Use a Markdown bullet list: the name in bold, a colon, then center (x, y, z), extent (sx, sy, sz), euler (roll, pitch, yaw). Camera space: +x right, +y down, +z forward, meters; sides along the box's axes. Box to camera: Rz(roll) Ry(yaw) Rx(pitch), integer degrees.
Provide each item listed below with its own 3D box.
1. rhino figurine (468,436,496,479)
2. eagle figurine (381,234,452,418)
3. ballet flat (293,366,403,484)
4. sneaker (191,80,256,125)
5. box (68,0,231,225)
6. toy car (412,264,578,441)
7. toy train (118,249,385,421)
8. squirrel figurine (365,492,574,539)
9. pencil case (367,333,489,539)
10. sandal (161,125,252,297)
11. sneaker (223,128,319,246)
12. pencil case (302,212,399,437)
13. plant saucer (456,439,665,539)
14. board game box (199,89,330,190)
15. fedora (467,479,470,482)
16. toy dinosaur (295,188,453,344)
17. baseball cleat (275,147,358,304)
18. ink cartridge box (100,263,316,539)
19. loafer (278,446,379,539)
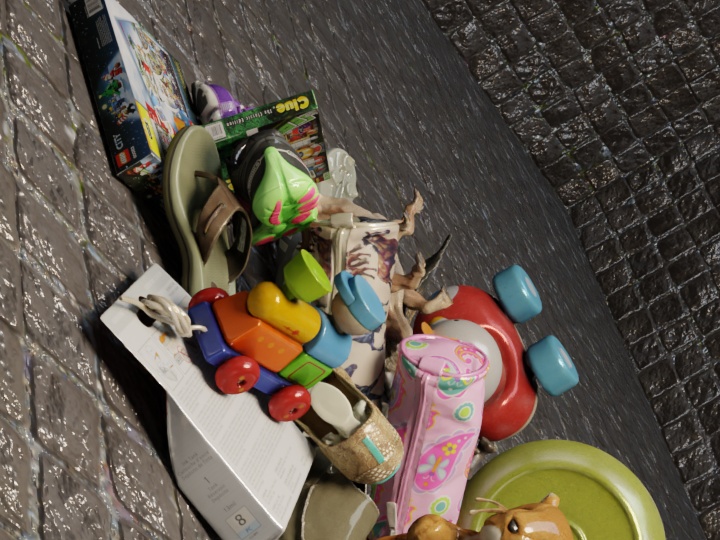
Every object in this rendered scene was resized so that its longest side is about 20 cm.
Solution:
- **rhino figurine**: center (0.071, 0.193, 1.629), extent (0.060, 0.088, 0.200), euler (42, 7, 18)
- **eagle figurine**: center (0.022, 0.066, 1.599), extent (0.151, 0.150, 0.202), euler (119, -32, -63)
- **ballet flat**: center (-0.036, 0.098, 1.336), extent (0.200, 0.070, 0.065), euler (33, -19, 45)
- **sneaker**: center (-0.108, -0.140, 1.594), extent (0.200, 0.083, 0.081), euler (41, 31, -75)
- **box**: center (-0.186, -0.138, 1.459), extent (0.137, 0.038, 0.201), euler (44, 21, -54)
- **toy car**: center (0.101, 0.087, 1.738), extent (0.178, 0.184, 0.200), euler (65, 14, 21)
- **toy train**: center (-0.072, 0.027, 1.216), extent (0.200, 0.115, 0.085), euler (35, 22, -51)
- **squirrel figurine**: center (0.102, 0.262, 1.374), extent (0.200, 0.186, 0.142), euler (47, 19, -45)
- **pencil case**: center (0.056, 0.156, 1.445), extent (0.088, 0.087, 0.201), euler (-85, -173, -67)
- **sandal**: center (-0.116, -0.024, 1.366), extent (0.080, 0.057, 0.203), euler (18, 58, -61)
- **sneaker**: center (-0.078, -0.074, 1.435), extent (0.200, 0.076, 0.084), euler (134, -63, -73)
- **pencil case**: center (-0.013, 0.046, 1.437), extent (0.089, 0.077, 0.202), euler (-32, 127, -77)
- **plant saucer**: center (0.173, 0.249, 1.471), extent (0.201, 0.199, 0.031), euler (64, 1, 14)
- **board game box**: center (-0.083, -0.107, 1.514), extent (0.200, 0.104, 0.024), euler (78, -5, -75)
- **fedora**: center (0.111, 0.268, 1.551), extent (0.091, 0.201, 0.201), euler (12, 38, -25)
- **toy dinosaur**: center (0.000, 0.000, 1.522), extent (0.086, 0.135, 0.201), euler (27, 44, -67)
- **baseball cleat**: center (-0.060, -0.028, 1.640), extent (0.070, 0.106, 0.201), euler (43, 51, -33)
- **ink cartridge box**: center (-0.120, 0.101, 1.226), extent (0.200, 0.047, 0.160), euler (50, 15, -6)
- **loafer**: center (-0.026, 0.192, 1.299), extent (0.075, 0.069, 0.200), euler (55, 15, -23)
